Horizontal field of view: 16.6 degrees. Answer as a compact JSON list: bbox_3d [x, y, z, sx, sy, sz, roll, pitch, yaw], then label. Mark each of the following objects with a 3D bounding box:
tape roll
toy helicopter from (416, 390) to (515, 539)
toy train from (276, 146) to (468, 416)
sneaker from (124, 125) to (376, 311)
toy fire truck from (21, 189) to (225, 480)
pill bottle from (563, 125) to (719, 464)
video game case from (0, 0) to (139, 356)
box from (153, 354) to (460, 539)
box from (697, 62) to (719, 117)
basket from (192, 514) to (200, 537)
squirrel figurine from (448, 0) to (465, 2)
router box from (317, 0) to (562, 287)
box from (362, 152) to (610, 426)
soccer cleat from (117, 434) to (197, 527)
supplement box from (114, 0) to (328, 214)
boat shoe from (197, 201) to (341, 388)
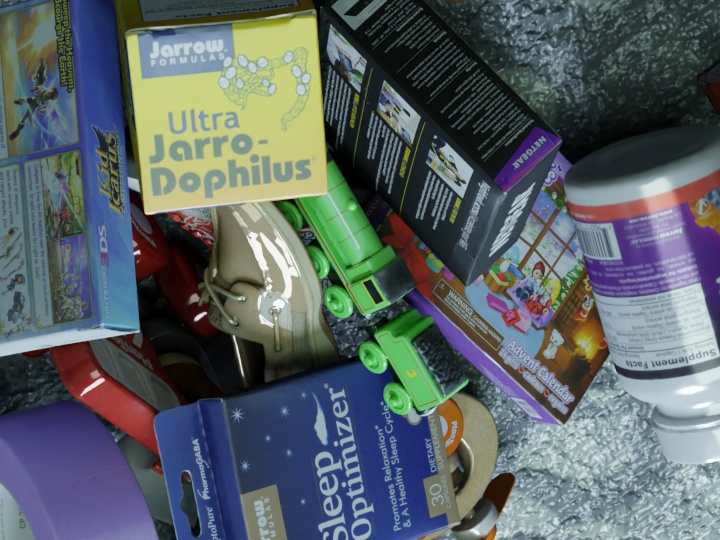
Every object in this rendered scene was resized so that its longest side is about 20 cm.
[{"bbox_3d":[-0.189,0.186,1.546,0.065,0.200,0.201,-14,123,-28],"label":"tape roll"},{"bbox_3d":[0.037,0.178,1.684,0.132,0.079,0.201,27,83,-32],"label":"toy helicopter"},{"bbox_3d":[0.000,0.000,1.518,0.056,0.042,0.201,-23,99,51],"label":"toy train"},{"bbox_3d":[-0.084,-0.025,1.578,0.200,0.067,0.108,7,119,-29],"label":"sneaker"},{"bbox_3d":[-0.144,0.055,1.556,0.112,0.168,0.200,-34,139,10],"label":"toy fire truck"},{"bbox_3d":[0.208,0.017,1.591,0.111,0.111,0.201,-17,105,0],"label":"pill bottle"},{"bbox_3d":[-0.221,-0.049,1.462,0.180,0.045,0.201,-10,80,29],"label":"video game case"},{"bbox_3d":[-0.030,0.123,1.525,0.199,0.032,0.122,-14,95,-37],"label":"box"},{"bbox_3d":[0.321,-0.068,1.620,0.099,0.096,0.200,-36,118,10],"label":"box"},{"bbox_3d":[-0.056,0.234,1.591,0.180,0.136,0.201,13,80,-45],"label":"basket"},{"bbox_3d":[0.027,-0.250,1.415,0.141,0.187,0.201,-11,120,-3],"label":"squirrel figurine"},{"bbox_3d":[0.038,-0.082,1.449,0.051,0.200,0.149,-42,82,-13],"label":"router box"},{"bbox_3d":[0.096,-0.012,1.609,0.200,0.039,0.137,42,73,-27],"label":"box"},{"bbox_3d":[-0.084,0.150,1.698,0.199,0.070,0.078,18,146,-26],"label":"soccer cleat"},{"bbox_3d":[-0.086,-0.121,1.455,0.108,0.200,0.110,-7,111,-5],"label":"supplement box"},{"bbox_3d":[-0.063,0.016,1.523,0.064,0.071,0.201,-32,136,-13],"label":"boat shoe"}]
